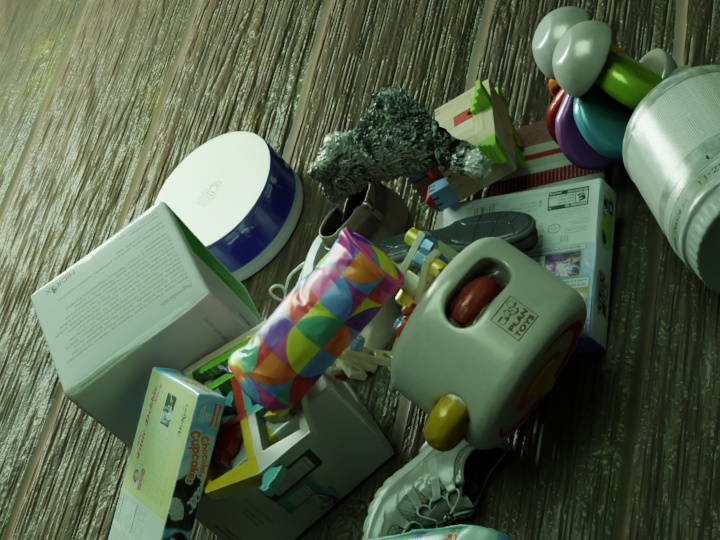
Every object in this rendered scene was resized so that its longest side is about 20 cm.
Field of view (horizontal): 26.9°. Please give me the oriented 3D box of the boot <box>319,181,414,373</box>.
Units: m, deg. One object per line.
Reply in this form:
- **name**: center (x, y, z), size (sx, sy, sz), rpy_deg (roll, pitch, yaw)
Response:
- **boot**: center (0.000, 0.000, 1.713), size (0.070, 0.146, 0.202), rpy_deg (3, 58, 40)

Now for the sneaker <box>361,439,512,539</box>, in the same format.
- **sneaker**: center (0.075, 0.229, 1.512), size (0.082, 0.075, 0.201), rpy_deg (19, 69, 48)

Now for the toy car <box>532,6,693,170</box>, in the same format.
- **toy car**: center (0.265, -0.185, 1.636), size (0.151, 0.173, 0.200), rpy_deg (-63, 17, 14)

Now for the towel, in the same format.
- **towel**: center (0.214, -0.091, 1.715), size (0.142, 0.023, 0.202), rpy_deg (-12, 51, 29)

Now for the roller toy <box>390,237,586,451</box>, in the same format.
- **roller toy**: center (0.130, 0.075, 1.472), size (0.139, 0.199, 0.184), rpy_deg (35, 113, 18)

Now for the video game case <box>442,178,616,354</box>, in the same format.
- **video game case**: center (0.175, 0.005, 1.624), size (0.198, 0.045, 0.184), rpy_deg (-8, 62, 34)

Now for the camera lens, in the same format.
- **camera lens**: center (0.361, -0.093, 1.489), size (0.159, 0.160, 0.201), rpy_deg (-33, 42, 12)

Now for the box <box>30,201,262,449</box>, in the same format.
- **box**: center (-0.226, 0.077, 1.706), size (0.199, 0.199, 0.172), rpy_deg (-35, 48, 4)

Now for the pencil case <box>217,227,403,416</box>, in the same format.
- **pencil case**: center (-0.048, 0.051, 1.483), size (0.200, 0.088, 0.089), rpy_deg (-45, 40, 11)

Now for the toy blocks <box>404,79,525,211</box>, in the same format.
- **toy blocks**: center (0.105, -0.136, 1.723), size (0.136, 0.100, 0.201), rpy_deg (-29, 25, 17)

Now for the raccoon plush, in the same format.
- **raccoon plush**: center (0.030, -0.116, 1.614), size (0.134, 0.097, 0.200), rpy_deg (-46, 34, -9)

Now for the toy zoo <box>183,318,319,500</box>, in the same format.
- **toy zoo**: center (-0.113, 0.149, 1.550), size (0.130, 0.020, 0.201), rpy_deg (-30, 44, 14)

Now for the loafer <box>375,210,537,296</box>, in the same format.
- **loafer**: center (0.107, -0.015, 1.627), size (0.198, 0.064, 0.072), rpy_deg (-10, 29, 29)

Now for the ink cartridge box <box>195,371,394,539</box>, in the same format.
- **ink cartridge box**: center (-0.097, 0.184, 1.636), size (0.200, 0.146, 0.147), rpy_deg (-41, 41, 3)

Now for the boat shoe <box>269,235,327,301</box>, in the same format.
- **boat shoe**: center (-0.071, 0.049, 1.795), size (0.085, 0.074, 0.205), rpy_deg (-9, 61, 38)

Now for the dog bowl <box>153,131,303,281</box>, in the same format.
- **dog bowl**: center (-0.176, -0.082, 1.979), size (0.198, 0.079, 0.202), rpy_deg (-22, 45, 23)

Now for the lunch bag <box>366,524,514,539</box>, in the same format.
- **lunch bag**: center (0.085, 0.308, 1.379), size (0.198, 0.160, 0.078), rpy_deg (-16, 42, 36)

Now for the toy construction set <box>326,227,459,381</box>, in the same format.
- **toy construction set**: center (0.047, 0.045, 1.561), size (0.092, 0.131, 0.201), rpy_deg (45, 117, 13)

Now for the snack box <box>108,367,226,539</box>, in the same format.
- **snack box**: center (-0.202, 0.211, 1.551), size (0.116, 0.037, 0.203), rpy_deg (19, 95, 56)
